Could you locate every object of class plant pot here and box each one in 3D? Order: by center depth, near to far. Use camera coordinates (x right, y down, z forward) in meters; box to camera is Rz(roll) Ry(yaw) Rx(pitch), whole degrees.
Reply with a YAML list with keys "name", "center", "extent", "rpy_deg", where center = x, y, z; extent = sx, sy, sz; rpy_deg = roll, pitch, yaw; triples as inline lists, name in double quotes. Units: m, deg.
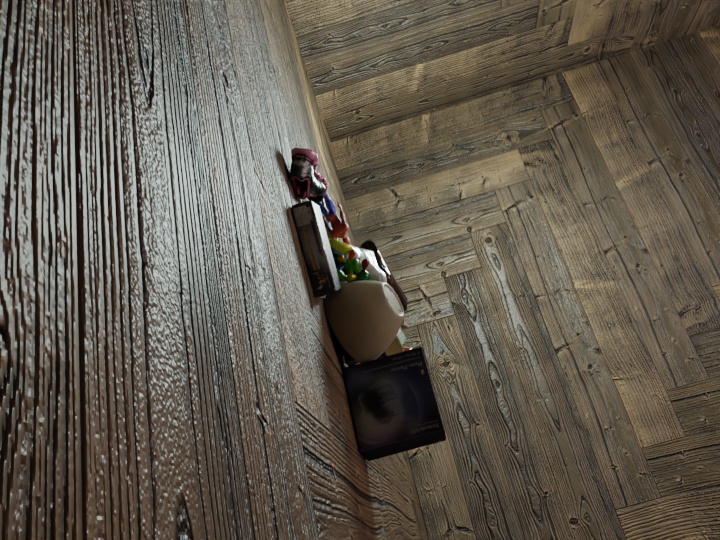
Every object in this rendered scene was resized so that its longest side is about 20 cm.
- name: "plant pot"
  center: [0.026, 0.103, 1.434]
  extent: [0.201, 0.133, 0.201]
  rpy_deg: [50, 20, -25]

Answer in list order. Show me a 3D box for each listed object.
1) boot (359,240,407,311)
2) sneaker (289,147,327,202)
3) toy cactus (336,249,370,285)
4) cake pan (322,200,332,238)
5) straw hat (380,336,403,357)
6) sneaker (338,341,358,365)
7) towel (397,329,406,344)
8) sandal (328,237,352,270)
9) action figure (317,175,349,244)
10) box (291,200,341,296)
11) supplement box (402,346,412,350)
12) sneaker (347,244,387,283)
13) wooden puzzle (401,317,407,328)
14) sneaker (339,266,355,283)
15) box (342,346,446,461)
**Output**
- name: "boot"
  center: [0.078, 0.021, 1.886]
  extent: [0.200, 0.064, 0.188]
  rpy_deg: [49, 14, -45]
- name: "sneaker"
  center: [-0.132, -0.205, 1.437]
  extent: [0.201, 0.078, 0.097]
  rpy_deg: [68, 29, -65]
- name: "toy cactus"
  center: [0.006, 0.036, 1.559]
  extent: [0.201, 0.163, 0.103]
  rpy_deg: [105, 13, -48]
- name: "cake pan"
  center: [-0.111, -0.170, 1.833]
  extent: [0.200, 0.036, 0.204]
  rpy_deg: [-16, 91, -87]
- name: "straw hat"
  center: [0.026, 0.258, 1.647]
  extent: [0.084, 0.200, 0.204]
  rpy_deg: [-1, -69, 47]
- name: "sneaker"
  center: [-0.024, 0.149, 1.533]
  extent: [0.201, 0.075, 0.089]
  rpy_deg: [-99, 167, -67]
- name: "towel"
  center: [0.062, 0.147, 1.749]
  extent: [0.202, 0.023, 0.152]
  rpy_deg: [61, 31, -7]
- name: "sandal"
  center: [-0.076, -0.041, 1.645]
  extent: [0.200, 0.078, 0.088]
  rpy_deg: [-154, -95, -84]
- name: "action figure"
  center: [-0.083, -0.161, 1.663]
  extent: [0.202, 0.065, 0.052]
  rpy_deg: [62, 13, -1]
- name: "box"
  center: [-0.096, -0.048, 1.337]
  extent: [0.158, 0.048, 0.203]
  rpy_deg: [-53, 128, -88]
- name: "supplement box"
  center: [0.089, 0.315, 1.821]
  extent: [0.200, 0.084, 0.112]
  rpy_deg: [-31, 122, -63]
- name: "sneaker"
  center: [0.000, 0.000, 1.719]
  extent: [0.114, 0.074, 0.201]
  rpy_deg: [18, 28, -31]
- name: "wooden puzzle"
  center: [0.080, 0.108, 1.910]
  extent: [0.186, 0.037, 0.200]
  rpy_deg: [52, -2, 12]
- name: "sneaker"
  center: [-0.027, 0.073, 1.787]
  extent: [0.115, 0.074, 0.202]
  rpy_deg: [-99, 171, -46]
- name: "box"
  center: [0.080, 0.310, 1.392]
  extent: [0.124, 0.197, 0.201]
  rpy_deg: [70, 5, -63]
